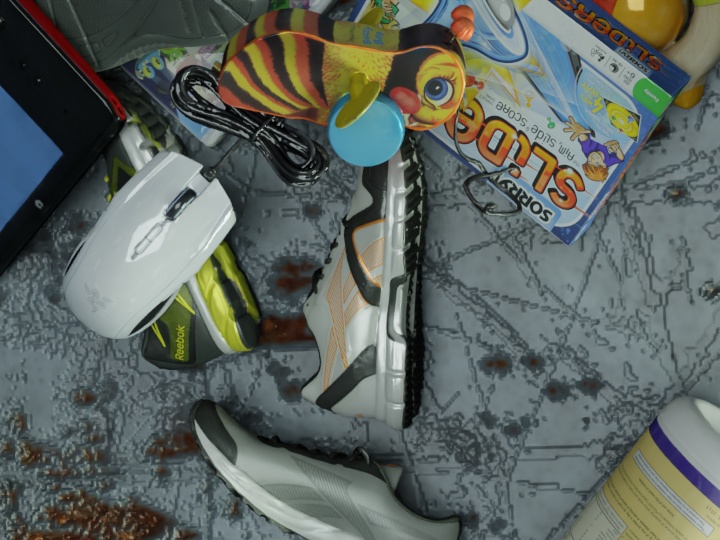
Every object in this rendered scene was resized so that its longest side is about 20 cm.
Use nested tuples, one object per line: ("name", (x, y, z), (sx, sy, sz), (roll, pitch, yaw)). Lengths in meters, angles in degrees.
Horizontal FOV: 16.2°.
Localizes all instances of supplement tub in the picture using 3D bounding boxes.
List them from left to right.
("supplement tub", (0.190, 0.194, 1.550), (0.145, 0.145, 0.200), (39, 101, 8))

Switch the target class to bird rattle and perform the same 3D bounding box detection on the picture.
("bird rattle", (0.170, -0.188, 1.558), (0.199, 0.113, 0.164), (23, 115, 13))

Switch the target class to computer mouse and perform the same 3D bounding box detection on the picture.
("computer mouse", (-0.118, -0.031, 1.586), (0.110, 0.044, 0.200), (40, 110, 0))

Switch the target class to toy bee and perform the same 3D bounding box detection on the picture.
("toy bee", (0.020, -0.123, 1.539), (0.199, 0.131, 0.109), (10, 121, -28))

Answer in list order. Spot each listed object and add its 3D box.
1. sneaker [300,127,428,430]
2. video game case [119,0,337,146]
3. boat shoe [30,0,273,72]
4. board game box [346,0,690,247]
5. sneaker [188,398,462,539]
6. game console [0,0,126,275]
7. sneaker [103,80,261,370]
("sneaker", (0.000, 0.000, 1.618), (0.079, 0.074, 0.202), (4, 94, 14))
("video game case", (-0.099, -0.215, 1.653), (0.182, 0.023, 0.200), (43, 100, 7))
("boat shoe", (-0.147, -0.175, 1.628), (0.201, 0.065, 0.075), (-7, 111, 18))
("board game box", (0.090, -0.127, 1.580), (0.200, 0.034, 0.136), (38, 129, 8))
("sneaker", (-0.024, 0.140, 1.639), (0.200, 0.074, 0.080), (34, 91, 2))
("game console", (-0.259, -0.104, 1.653), (0.177, 0.031, 0.200), (50, 128, 6))
("sneaker", (-0.142, -0.025, 1.647), (0.084, 0.074, 0.201), (-26, 88, 14))
